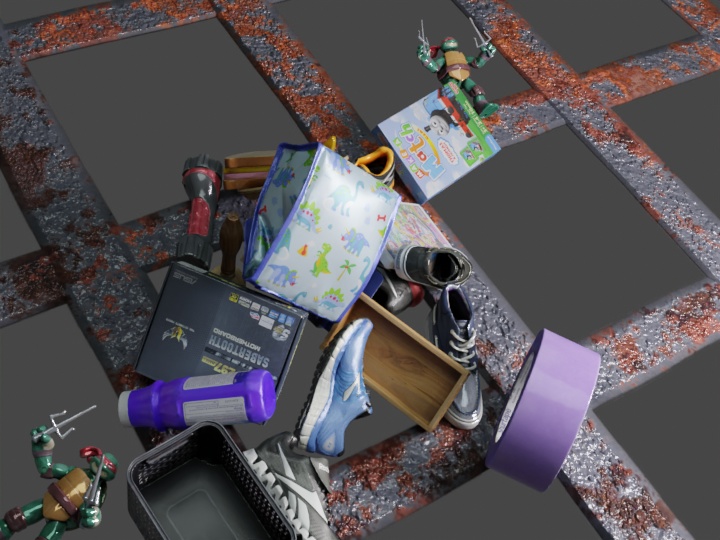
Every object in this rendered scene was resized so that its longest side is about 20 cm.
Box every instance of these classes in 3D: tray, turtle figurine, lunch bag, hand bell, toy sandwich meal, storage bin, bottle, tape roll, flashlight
[{"bbox_3d":[0.048,0.127,1.381,0.199,0.037,0.099,36,95,14],"label":"tray"},{"bbox_3d":[0.182,-0.379,1.815,0.147,0.101,0.203,-15,72,-3],"label":"turtle figurine"},{"bbox_3d":[-0.060,-0.048,1.328,0.169,0.126,0.203,26,77,-36],"label":"lunch bag"},{"bbox_3d":[-0.184,-0.009,1.359,0.102,0.202,0.105,7,49,-8],"label":"hand bell"},{"bbox_3d":[-0.116,-0.165,1.531,0.202,0.204,0.072,-19,102,-26],"label":"toy sandwich meal"},{"bbox_3d":[-0.183,0.303,1.176,0.134,0.094,0.201,-27,63,-28],"label":"storage bin"},{"bbox_3d":[-0.211,0.170,1.252,0.196,0.084,0.067,-7,91,7],"label":"bottle"},{"bbox_3d":[0.243,0.187,1.309,0.084,0.202,0.201,23,50,7],"label":"tape roll"},{"bbox_3d":[-0.250,-0.086,1.491,0.066,0.068,0.203,9,50,-8],"label":"flashlight"},{"bbox_3d":[-0.351,0.269,1.152,0.149,0.101,0.200,30,66,33],"label":"turtle figurine"}]

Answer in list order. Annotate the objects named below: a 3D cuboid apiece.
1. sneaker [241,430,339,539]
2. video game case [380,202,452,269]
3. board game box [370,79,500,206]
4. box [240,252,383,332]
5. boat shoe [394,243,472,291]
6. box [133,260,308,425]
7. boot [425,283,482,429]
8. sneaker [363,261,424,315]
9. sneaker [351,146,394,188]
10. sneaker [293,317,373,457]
[{"bbox_3d":[-0.065,0.283,1.229,0.090,0.067,0.200,-37,64,-10],"label":"sneaker"},{"bbox_3d":[0.067,-0.056,1.519,0.198,0.018,0.144,2,45,-51],"label":"video game case"},{"bbox_3d":[0.132,-0.223,1.683,0.199,0.037,0.152,-35,89,-31],"label":"board game box"},{"bbox_3d":[-0.073,-0.004,1.446,0.199,0.032,0.122,39,98,17],"label":"box"},{"bbox_3d":[0.122,-0.002,1.451,0.056,0.070,0.199,7,1,34],"label":"boat shoe"},{"bbox_3d":[-0.187,0.096,1.313,0.197,0.160,0.051,22,5,5],"label":"box"},{"bbox_3d":[0.138,0.121,1.407,0.071,0.091,0.203,-3,52,-16],"label":"boot"},{"bbox_3d":[0.000,0.000,1.482,0.200,0.071,0.098,39,51,16],"label":"sneaker"},{"bbox_3d":[-0.015,-0.137,1.586,0.078,0.078,0.200,38,54,15],"label":"sneaker"},{"bbox_3d":[-0.021,0.161,1.337,0.088,0.079,0.203,24,73,-10],"label":"sneaker"}]
